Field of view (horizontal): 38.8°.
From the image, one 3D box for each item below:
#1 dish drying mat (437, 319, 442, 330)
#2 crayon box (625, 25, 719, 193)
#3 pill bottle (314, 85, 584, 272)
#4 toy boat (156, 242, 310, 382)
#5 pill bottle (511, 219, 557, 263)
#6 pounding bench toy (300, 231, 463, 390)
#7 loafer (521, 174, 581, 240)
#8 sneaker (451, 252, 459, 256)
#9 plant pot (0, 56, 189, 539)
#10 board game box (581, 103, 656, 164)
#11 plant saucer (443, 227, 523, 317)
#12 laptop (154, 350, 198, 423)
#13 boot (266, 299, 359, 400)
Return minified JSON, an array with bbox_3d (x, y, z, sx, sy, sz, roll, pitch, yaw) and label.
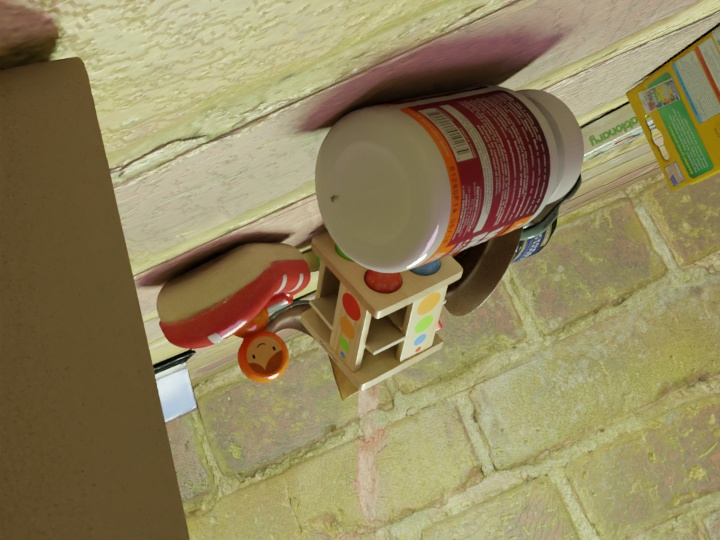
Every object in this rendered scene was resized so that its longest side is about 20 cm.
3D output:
[{"bbox_3d":[0.049,0.028,1.363,0.077,0.018,0.200,-10,141,14],"label":"dish drying mat"},{"bbox_3d":[0.365,-0.170,1.040,0.051,0.126,0.200,-22,175,-21],"label":"crayon box"},{"bbox_3d":[0.070,-0.072,0.724,0.200,0.110,0.109,-19,173,-46],"label":"pill bottle"},{"bbox_3d":[-0.113,0.050,1.023,0.130,0.131,0.200,-26,175,14],"label":"toy boat"},{"bbox_3d":[0.225,-0.069,1.541,0.112,0.112,0.200,-27,175,30],"label":"pill bottle"},{"bbox_3d":[0.000,0.000,1.185,0.124,0.200,0.156,-24,145,-29],"label":"pounding bench toy"},{"bbox_3d":[0.257,-0.116,1.435,0.072,0.063,0.200,-15,-157,36],"label":"loafer"},{"bbox_3d":[0.070,-0.007,1.395,0.199,0.078,0.112,-16,140,23],"label":"sneaker"},{"bbox_3d":[-0.192,0.054,0.392,0.177,0.200,0.200,-9,169,-29],"label":"plant pot"},{"bbox_3d":[0.309,-0.169,1.313,0.200,0.035,0.126,-27,174,31],"label":"board game box"},{"bbox_3d":[0.152,-0.037,1.369,0.034,0.201,0.200,23,157,-16],"label":"plant saucer"},{"bbox_3d":[-0.390,0.243,1.944,0.177,0.104,0.200,-23,175,-22],"label":"laptop"},{"bbox_3d":[-0.066,0.141,1.860,0.188,0.201,0.068,-24,176,-8],"label":"boot"}]
